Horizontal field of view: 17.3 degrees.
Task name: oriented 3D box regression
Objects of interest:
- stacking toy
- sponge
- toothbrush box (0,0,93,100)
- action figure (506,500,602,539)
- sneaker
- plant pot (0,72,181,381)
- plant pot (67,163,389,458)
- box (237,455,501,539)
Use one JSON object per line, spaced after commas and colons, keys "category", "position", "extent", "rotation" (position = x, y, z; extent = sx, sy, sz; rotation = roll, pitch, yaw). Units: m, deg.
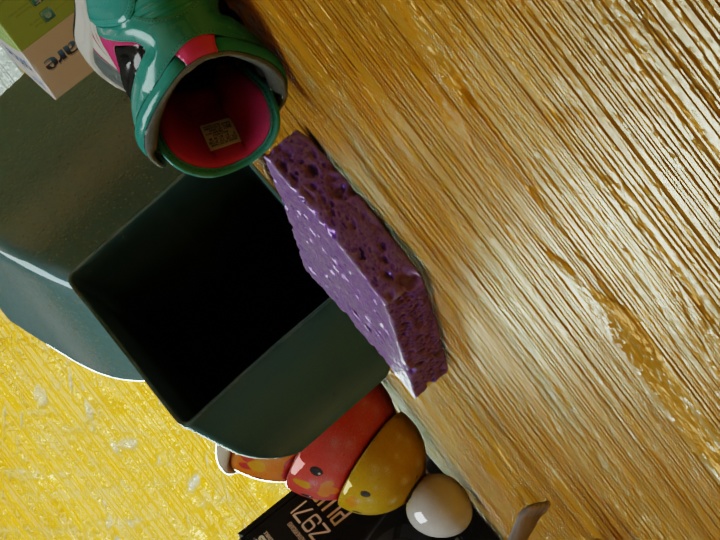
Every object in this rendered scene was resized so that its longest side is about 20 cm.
{"category": "stacking toy", "position": [0.001, 0.140, 1.838], "extent": [0.200, 0.146, 0.146], "rotation": [32, 169, 12]}
{"category": "sponge", "position": [0.000, 0.000, 1.350], "extent": [0.112, 0.030, 0.200], "rotation": [50, 174, 17]}
{"category": "toothbrush box", "position": [-0.243, -0.226, 1.581], "extent": [0.200, 0.086, 0.146], "rotation": [56, 173, -23]}
{"category": "action figure", "position": [0.148, 0.233, 1.285], "extent": [0.193, 0.105, 0.200], "rotation": [60, 176, 26]}
{"category": "sneaker", "position": [-0.089, -0.100, 1.228], "extent": [0.121, 0.084, 0.200], "rotation": [60, 175, 14]}
{"category": "plant pot", "position": [-0.182, -0.030, 1.805], "extent": [0.200, 0.196, 0.196], "rotation": [36, 165, 39]}
{"category": "plant pot", "position": [-0.069, 0.038, 1.588], "extent": [0.141, 0.141, 0.200], "rotation": [49, 180, 26]}
{"category": "box", "position": [0.028, 0.245, 1.910], "extent": [0.200, 0.164, 0.086], "rotation": [49, 173, 32]}
